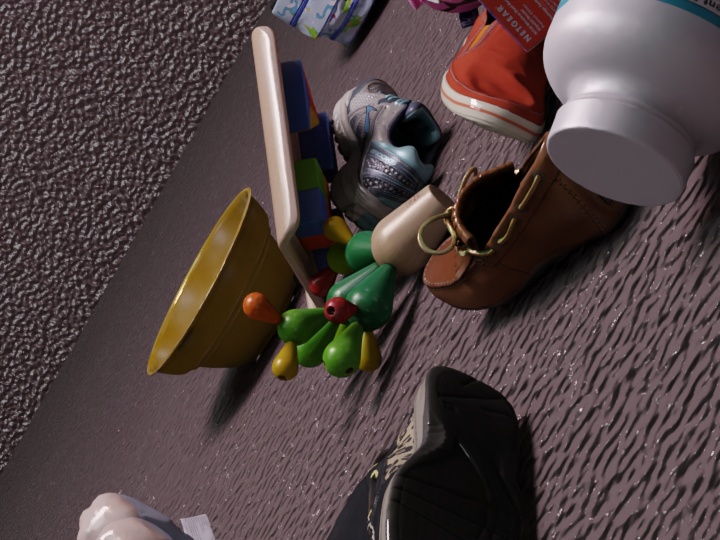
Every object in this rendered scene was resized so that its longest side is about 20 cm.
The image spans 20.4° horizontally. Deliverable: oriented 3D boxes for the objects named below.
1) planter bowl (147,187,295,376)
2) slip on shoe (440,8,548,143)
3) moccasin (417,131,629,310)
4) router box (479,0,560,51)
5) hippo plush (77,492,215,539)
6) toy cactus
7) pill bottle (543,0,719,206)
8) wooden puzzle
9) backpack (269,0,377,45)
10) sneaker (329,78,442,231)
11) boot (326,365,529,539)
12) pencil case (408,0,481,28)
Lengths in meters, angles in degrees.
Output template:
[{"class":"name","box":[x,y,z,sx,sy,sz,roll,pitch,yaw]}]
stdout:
[{"class":"planter bowl","box":[-0.118,0.028,1.881,0.200,0.083,0.200,-58,12,20]},{"class":"slip on shoe","box":[0.099,-0.141,1.359,0.200,0.074,0.061,-73,5,-64]},{"class":"moccasin","box":[0.082,-0.029,1.154,0.074,0.078,0.201,-65,12,-19]},{"class":"router box","box":[0.151,-0.244,1.322,0.179,0.049,0.200,-41,16,13]},{"class":"hippo plush","box":[-0.131,0.240,1.239,0.161,0.159,0.200,-61,12,1]},{"class":"toy cactus","box":[0.000,0.000,1.451,0.165,0.102,0.200,-47,5,17]},{"class":"pill bottle","box":[0.159,-0.133,0.984,0.200,0.111,0.111,-65,12,-20]},{"class":"wooden puzzle","box":[-0.043,-0.075,1.604,0.200,0.046,0.185,73,-173,-67]},{"class":"backpack","box":[-0.028,-0.347,2.294,0.163,0.154,0.200,-51,-7,34]},{"class":"sneaker","box":[0.031,-0.105,1.621,0.086,0.078,0.200,-43,25,24]},{"class":"boot","box":[0.019,0.155,1.016,0.154,0.073,0.204,-59,7,26]},{"class":"pencil case","box":[0.099,-0.253,1.603,0.094,0.091,0.200,-28,3,-12]}]
